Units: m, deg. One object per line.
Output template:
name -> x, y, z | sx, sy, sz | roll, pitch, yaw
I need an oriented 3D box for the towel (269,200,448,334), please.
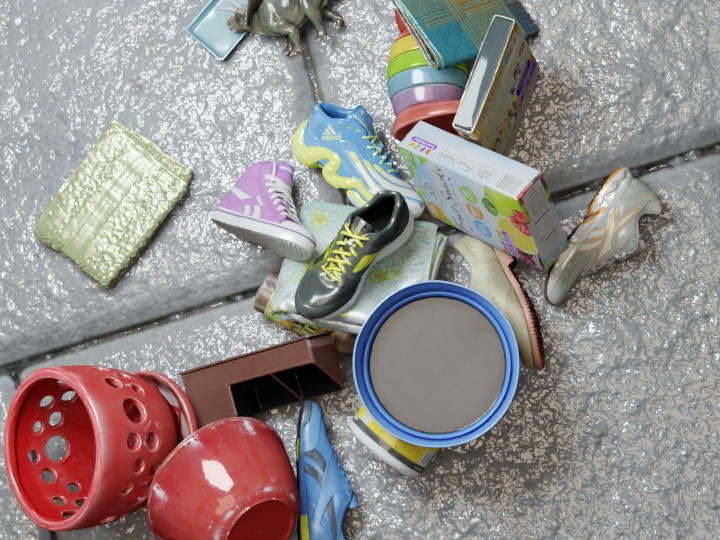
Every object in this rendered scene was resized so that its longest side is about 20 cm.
towel -> 0.000, 0.000, 1.706 | 0.200, 0.048, 0.171 | 10, 55, 9

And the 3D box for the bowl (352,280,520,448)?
bowl -> 0.091, 0.113, 1.611 | 0.201, 0.039, 0.201 | -1, 84, 6

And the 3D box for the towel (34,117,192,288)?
towel -> -0.332, -0.090, 1.803 | 0.148, 0.036, 0.200 | 36, 90, 9

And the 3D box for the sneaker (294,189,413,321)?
sneaker -> -0.014, -0.027, 1.643 | 0.074, 0.085, 0.200 | 34, 71, 21

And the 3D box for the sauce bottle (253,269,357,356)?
sauce bottle -> -0.041, 0.069, 1.734 | 0.200, 0.065, 0.065 | 27, 89, 11

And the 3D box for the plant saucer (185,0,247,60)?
plant saucer -> -0.147, -0.379, 1.814 | 0.070, 0.019, 0.200 | 41, 92, 9

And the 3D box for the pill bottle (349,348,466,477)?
pill bottle -> 0.086, 0.153, 1.685 | 0.112, 0.112, 0.200 | 38, 90, 9

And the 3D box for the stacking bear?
stacking bear -> 0.089, -0.272, 1.731 | 0.114, 0.121, 0.200 | -7, 75, 11

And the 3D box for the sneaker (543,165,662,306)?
sneaker -> 0.309, -0.030, 1.694 | 0.092, 0.076, 0.200 | 34, 91, 5

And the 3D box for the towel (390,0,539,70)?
towel -> 0.126, -0.336, 1.709 | 0.200, 0.022, 0.147 | -25, 79, -40

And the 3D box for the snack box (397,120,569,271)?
snack box -> 0.150, -0.092, 1.642 | 0.200, 0.142, 0.053 | 30, 68, 39

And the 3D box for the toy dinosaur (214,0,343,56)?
toy dinosaur -> -0.082, -0.348, 1.765 | 0.200, 0.077, 0.102 | -26, 107, 4

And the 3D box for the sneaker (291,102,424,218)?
sneaker -> 0.003, -0.147, 1.723 | 0.200, 0.076, 0.105 | 30, 128, 10

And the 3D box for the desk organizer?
desk organizer -> -0.125, 0.140, 1.706 | 0.200, 0.072, 0.077 | -17, 86, 25

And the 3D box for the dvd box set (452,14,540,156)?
dvd box set -> 0.172, -0.217, 1.663 | 0.029, 0.200, 0.146 | 20, 88, 18

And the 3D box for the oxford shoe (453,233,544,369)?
oxford shoe -> 0.179, 0.040, 1.709 | 0.075, 0.070, 0.200 | -22, 72, 8

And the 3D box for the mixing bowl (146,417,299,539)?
mixing bowl -> -0.151, 0.294, 1.648 | 0.200, 0.200, 0.108 | -52, 45, 1

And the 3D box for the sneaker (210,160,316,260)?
sneaker -> -0.108, -0.087, 1.714 | 0.200, 0.073, 0.114 | 24, 77, 47

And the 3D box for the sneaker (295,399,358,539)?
sneaker -> -0.045, 0.266, 1.721 | 0.078, 0.066, 0.200 | -2, 84, -5

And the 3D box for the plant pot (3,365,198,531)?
plant pot -> -0.320, 0.215, 1.679 | 0.200, 0.182, 0.200 | 0, 90, 38
